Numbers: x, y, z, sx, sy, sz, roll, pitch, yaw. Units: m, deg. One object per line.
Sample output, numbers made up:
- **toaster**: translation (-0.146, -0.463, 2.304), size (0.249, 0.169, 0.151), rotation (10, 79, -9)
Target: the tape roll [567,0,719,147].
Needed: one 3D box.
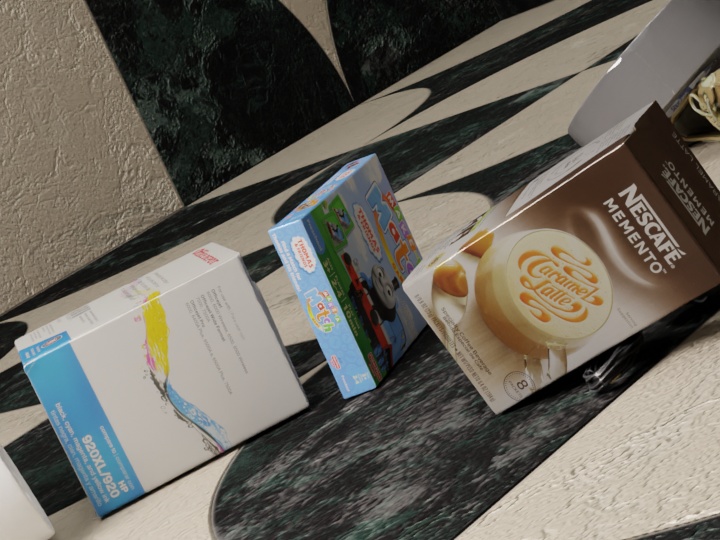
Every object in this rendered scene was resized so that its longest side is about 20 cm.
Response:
- **tape roll**: translation (0.290, -0.188, 1.895), size (0.200, 0.066, 0.200), rotation (-47, -9, -10)

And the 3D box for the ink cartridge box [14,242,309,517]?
- **ink cartridge box**: translation (-0.167, 0.086, 1.632), size (0.199, 0.145, 0.147), rotation (-27, 10, -8)

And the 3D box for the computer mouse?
- **computer mouse**: translation (0.213, 0.028, 1.321), size (0.200, 0.034, 0.059), rotation (-41, 7, -36)

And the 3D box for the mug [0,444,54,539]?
- **mug**: translation (-0.358, 0.180, 1.503), size (0.175, 0.201, 0.148), rotation (-34, 50, -10)

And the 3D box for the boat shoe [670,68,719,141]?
- **boat shoe**: translation (0.340, -0.149, 1.828), size (0.062, 0.074, 0.200), rotation (-35, -2, -2)

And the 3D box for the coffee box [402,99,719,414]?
- **coffee box**: translation (0.142, -0.007, 1.297), size (0.200, 0.115, 0.080), rotation (-35, 6, 33)

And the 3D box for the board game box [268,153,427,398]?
- **board game box**: translation (0.000, 0.000, 1.640), size (0.036, 0.152, 0.200), rotation (-20, 11, 23)
